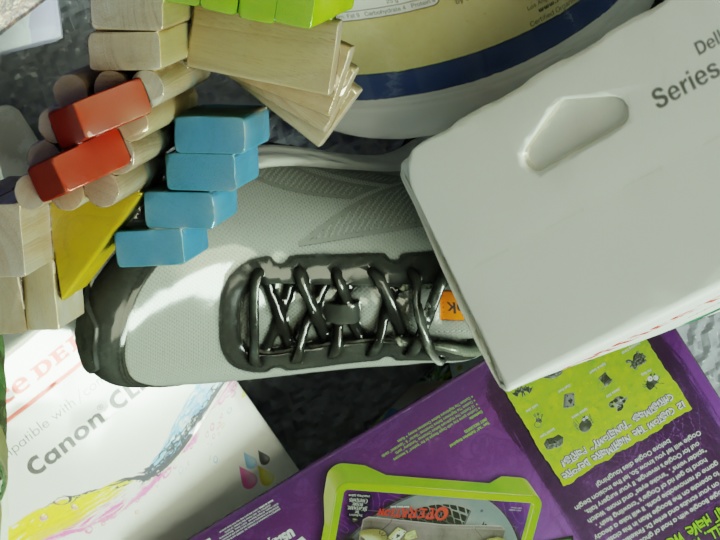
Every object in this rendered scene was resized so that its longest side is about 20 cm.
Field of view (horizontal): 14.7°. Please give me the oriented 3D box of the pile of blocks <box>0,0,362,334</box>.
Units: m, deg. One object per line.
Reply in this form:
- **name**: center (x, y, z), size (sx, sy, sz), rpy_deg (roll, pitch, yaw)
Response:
- **pile of blocks**: center (-0.054, -0.051, 0.823), size (0.082, 0.062, 0.200), rpy_deg (35, 110, 6)

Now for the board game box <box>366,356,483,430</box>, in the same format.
- **board game box**: center (0.034, 0.124, 1.032), size (0.200, 0.147, 0.064), rpy_deg (-44, 127, -5)

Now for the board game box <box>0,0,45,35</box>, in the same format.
- **board game box**: center (-0.191, -0.133, 0.767), size (0.159, 0.097, 0.200), rpy_deg (-39, 124, -8)

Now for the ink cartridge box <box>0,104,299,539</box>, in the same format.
- **ink cartridge box**: center (-0.105, 0.054, 0.973), size (0.116, 0.067, 0.200), rpy_deg (-39, 124, -8)

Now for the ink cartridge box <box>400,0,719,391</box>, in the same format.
- **ink cartridge box**: center (0.133, -0.041, 0.888), size (0.200, 0.146, 0.085), rpy_deg (-18, 81, -47)

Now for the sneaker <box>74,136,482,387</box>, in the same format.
- **sneaker**: center (0.000, 0.000, 0.922), size (0.199, 0.079, 0.074), rpy_deg (-14, 125, -25)

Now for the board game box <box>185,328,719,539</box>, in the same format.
- **board game box**: center (0.042, 0.101, 0.954), size (0.199, 0.120, 0.032), rpy_deg (-30, 160, -3)

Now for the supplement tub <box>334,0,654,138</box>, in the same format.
- **supplement tub**: center (0.008, -0.160, 0.894), size (0.144, 0.144, 0.201), rpy_deg (-30, 122, -14)

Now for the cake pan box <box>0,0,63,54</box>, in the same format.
- **cake pan box**: center (-0.192, -0.148, 0.850), size (0.183, 0.052, 0.201), rpy_deg (-16, 117, -24)

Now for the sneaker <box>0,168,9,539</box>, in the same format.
- **sneaker**: center (-0.136, 0.028, 0.862), size (0.076, 0.089, 0.201), rpy_deg (-8, 101, -15)
